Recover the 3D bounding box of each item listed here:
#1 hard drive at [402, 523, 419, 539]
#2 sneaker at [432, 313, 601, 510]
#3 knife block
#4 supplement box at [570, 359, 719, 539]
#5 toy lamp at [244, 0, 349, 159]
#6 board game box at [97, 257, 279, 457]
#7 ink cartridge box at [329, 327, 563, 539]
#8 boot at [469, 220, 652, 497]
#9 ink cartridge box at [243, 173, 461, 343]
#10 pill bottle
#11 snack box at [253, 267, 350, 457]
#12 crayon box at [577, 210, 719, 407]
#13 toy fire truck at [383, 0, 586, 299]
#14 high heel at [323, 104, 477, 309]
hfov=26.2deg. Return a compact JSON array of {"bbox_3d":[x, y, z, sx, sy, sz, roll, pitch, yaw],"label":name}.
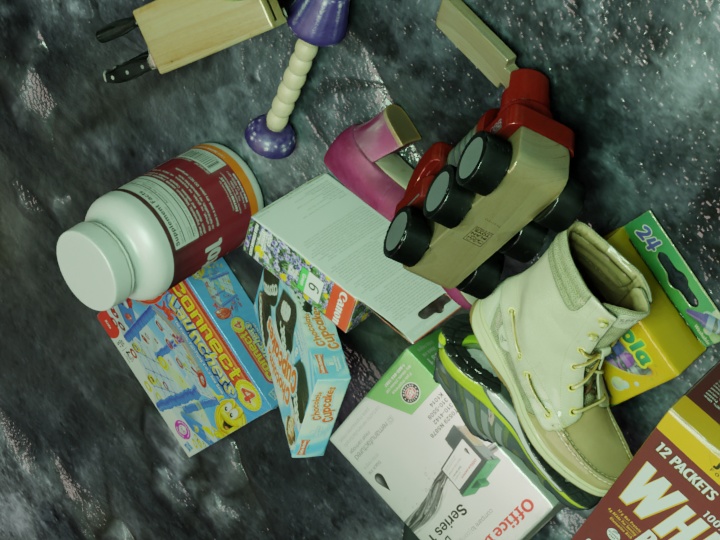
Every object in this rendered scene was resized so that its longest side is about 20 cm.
[{"bbox_3d":[0.099,0.348,1.623,0.139,0.033,0.201,29,133,29],"label":"hard drive"},{"bbox_3d":[0.138,0.129,1.349,0.200,0.074,0.081,50,151,17],"label":"sneaker"},{"bbox_3d":[-0.160,-0.218,1.390,0.200,0.175,0.064,-124,9,-78],"label":"knife block"},{"bbox_3d":[0.292,0.158,1.180,0.133,0.200,0.198,42,138,16],"label":"supplement box"},{"bbox_3d":[-0.056,-0.185,1.413,0.058,0.058,0.200,42,139,16],"label":"toy lamp"},{"bbox_3d":[-0.180,0.087,1.712,0.200,0.056,0.196,56,140,0],"label":"board game box"},{"bbox_3d":[0.092,0.177,1.457,0.200,0.084,0.146,46,123,13],"label":"ink cartridge box"},{"bbox_3d":[0.186,0.074,1.248,0.201,0.072,0.155,58,141,11],"label":"boot"},{"bbox_3d":[0.000,0.000,1.436,0.200,0.109,0.050,38,136,20],"label":"ink cartridge box"},{"bbox_3d":[-0.199,-0.041,1.536,0.113,0.200,0.113,25,131,32],"label":"pill bottle"},{"bbox_3d":[-0.060,0.069,1.516,0.117,0.037,0.201,108,153,-43],"label":"snack box"},{"bbox_3d":[0.202,0.048,1.314,0.126,0.052,0.200,55,139,1],"label":"crayon box"},{"bbox_3d":[0.092,-0.109,1.277,0.128,0.201,0.176,24,141,-18],"label":"toy fire truck"},{"bbox_3d":[0.038,-0.044,1.396,0.096,0.067,0.201,-32,86,40],"label":"high heel"}]
